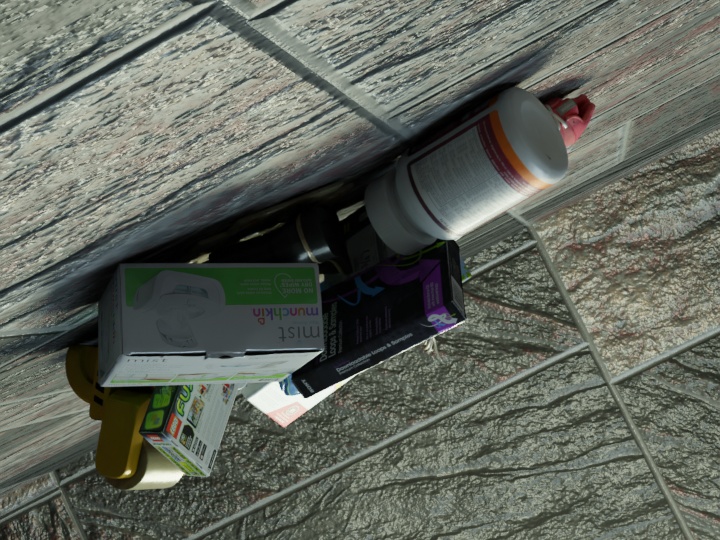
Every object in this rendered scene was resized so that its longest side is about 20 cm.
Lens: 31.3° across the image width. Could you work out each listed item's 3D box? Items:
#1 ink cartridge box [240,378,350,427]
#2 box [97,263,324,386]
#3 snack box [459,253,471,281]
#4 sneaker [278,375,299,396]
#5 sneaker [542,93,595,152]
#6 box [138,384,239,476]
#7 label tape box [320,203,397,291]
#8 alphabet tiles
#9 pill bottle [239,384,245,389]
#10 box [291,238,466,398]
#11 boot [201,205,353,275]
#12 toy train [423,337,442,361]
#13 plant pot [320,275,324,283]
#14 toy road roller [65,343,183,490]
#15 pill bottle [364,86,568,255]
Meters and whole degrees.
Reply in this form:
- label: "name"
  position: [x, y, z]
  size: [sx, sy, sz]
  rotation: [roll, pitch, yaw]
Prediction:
- label: "ink cartridge box"
  position: [-0.068, 0.109, 1.750]
  size: [0.200, 0.083, 0.146]
  rotation: [-36, 151, 1]
- label: "box"
  position: [-0.157, 0.059, 1.299]
  size: [0.200, 0.097, 0.176]
  rotation: [0, 165, -17]
- label: "snack box"
  position: [0.066, -0.022, 1.713]
  size: [0.053, 0.142, 0.200]
  rotation: [-25, 175, -18]
- label: "sneaker"
  position: [-0.083, 0.094, 1.544]
  size: [0.076, 0.105, 0.200]
  rotation: [-23, 173, 2]
- label: "sneaker"
  position: [0.208, -0.168, 1.491]
  size: [0.087, 0.074, 0.200]
  rotation: [-47, 167, 35]
- label: "box"
  position: [-0.188, 0.129, 1.515]
  size: [0.035, 0.200, 0.110]
  rotation: [-2, 144, 29]
- label: "label tape box"
  position: [0.000, 0.000, 1.532]
  size: [0.200, 0.063, 0.144]
  rotation: [-35, -146, 21]
- label: "alphabet tiles"
  position: [-0.106, -0.046, 1.385]
  size: [0.200, 0.006, 0.166]
  rotation: [-24, 174, -31]
- label: "pill bottle"
  position: [-0.247, 0.133, 1.659]
  size: [0.200, 0.112, 0.112]
  rotation: [-14, -179, 26]
- label: "box"
  position: [0.017, 0.045, 1.388]
  size: [0.200, 0.036, 0.143]
  rotation: [-29, -151, 17]
- label: "boot"
  position: [-0.089, -0.018, 1.406]
  size: [0.138, 0.078, 0.200]
  rotation: [-19, 168, 7]
- label: "toy train"
  position: [0.041, 0.079, 1.659]
  size: [0.116, 0.200, 0.085]
  rotation: [-35, -141, -18]
- label: "plant pot"
  position: [-0.074, 0.011, 1.721]
  size: [0.200, 0.027, 0.200]
  rotation: [-36, -175, 4]
- label: "toy road roller"
  position: [-0.281, 0.157, 1.546]
  size: [0.146, 0.200, 0.123]
  rotation: [6, 176, 30]
- label: "pill bottle"
  position: [0.108, -0.099, 1.342]
  size: [0.200, 0.110, 0.110]
  rotation: [-30, 174, 31]
